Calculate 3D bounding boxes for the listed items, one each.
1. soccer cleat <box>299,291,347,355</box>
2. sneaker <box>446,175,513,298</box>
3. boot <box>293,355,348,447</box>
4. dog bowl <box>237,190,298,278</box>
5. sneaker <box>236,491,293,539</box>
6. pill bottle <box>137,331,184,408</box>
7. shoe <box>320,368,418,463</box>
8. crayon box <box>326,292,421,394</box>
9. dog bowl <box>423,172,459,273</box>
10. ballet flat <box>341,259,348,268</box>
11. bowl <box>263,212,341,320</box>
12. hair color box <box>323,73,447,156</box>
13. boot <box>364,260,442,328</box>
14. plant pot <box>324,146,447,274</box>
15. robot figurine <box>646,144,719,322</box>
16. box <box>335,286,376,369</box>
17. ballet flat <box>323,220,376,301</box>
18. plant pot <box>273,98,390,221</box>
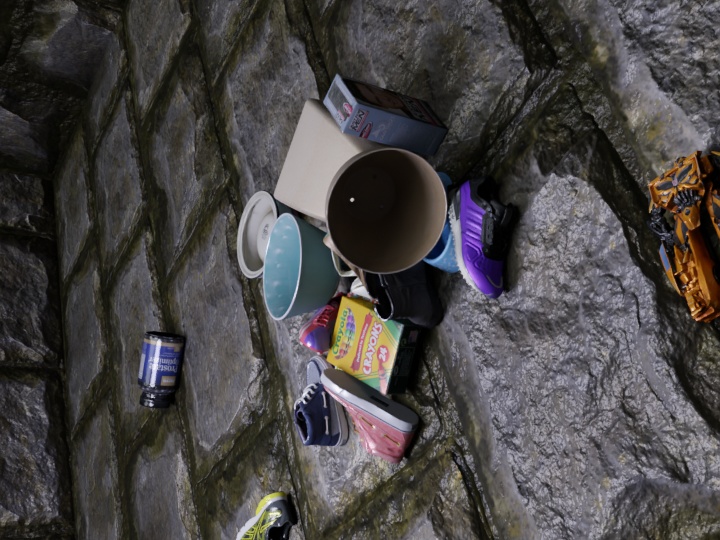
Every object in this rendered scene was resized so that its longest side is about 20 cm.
[{"bbox_3d":[-0.067,0.097,1.583,0.077,0.066,0.200,-61,-3,16],"label":"soccer cleat"},{"bbox_3d":[0.198,-0.060,1.292,0.099,0.069,0.202,-32,60,40],"label":"sneaker"},{"bbox_3d":[-0.092,0.253,1.640,0.073,0.089,0.201,-53,43,35],"label":"boot"},{"bbox_3d":[-0.207,-0.077,1.900,0.199,0.073,0.203,-19,67,54],"label":"dog bowl"},{"bbox_3d":[-0.204,0.562,1.758,0.085,0.074,0.202,54,127,46],"label":"sneaker"},{"bbox_3d":[-0.561,0.277,2.322,0.111,0.111,0.203,10,92,56],"label":"pill bottle"},{"bbox_3d":[0.004,0.256,1.461,0.199,0.071,0.092,28,112,22],"label":"shoe"},{"bbox_3d":[0.011,0.127,1.490,0.199,0.050,0.129,22,101,46],"label":"crayon box"},{"bbox_3d":[0.126,-0.087,1.422,0.112,0.049,0.201,-56,41,34],"label":"dog bowl"},{"bbox_3d":[-0.038,-0.036,1.647,0.199,0.067,0.063,-19,55,53],"label":"ballet flat"},{"bbox_3d":[-0.105,-0.003,1.585,0.200,0.104,0.204,-174,90,-65],"label":"bowl"},{"bbox_3d":[0.045,-0.269,1.446,0.061,0.198,0.099,-60,40,29],"label":"hair color box"},{"bbox_3d":[0.059,0.004,1.424,0.070,0.131,0.201,-49,46,28],"label":"boot"},{"bbox_3d":[0.028,-0.112,1.365,0.135,0.198,0.203,-127,52,-67],"label":"plant pot"},{"bbox_3d":[0.407,-0.051,0.982,0.145,0.058,0.202,-40,52,44],"label":"robot figurine"},{"bbox_3d":[0.004,0.141,1.570,0.110,0.034,0.203,17,98,56],"label":"box"},{"bbox_3d":[0.000,0.000,1.474,0.072,0.201,0.068,-25,31,24],"label":"ballet flat"},{"bbox_3d":[-0.009,-0.175,1.529,0.177,0.198,0.202,41,117,41],"label":"plant pot"}]
